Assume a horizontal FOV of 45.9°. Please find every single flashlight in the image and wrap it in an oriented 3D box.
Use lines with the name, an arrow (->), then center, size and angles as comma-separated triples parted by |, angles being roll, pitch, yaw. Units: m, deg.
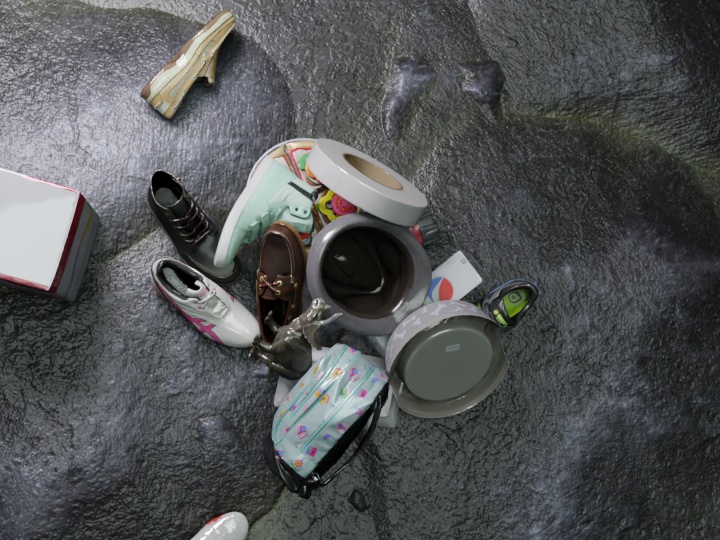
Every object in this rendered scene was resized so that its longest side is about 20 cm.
flashlight -> 0.025, -0.042, 1.369 | 0.199, 0.068, 0.068 | -21, 59, -11

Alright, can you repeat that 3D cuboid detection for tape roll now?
tape roll -> 0.010, -0.136, 1.301 | 0.202, 0.203, 0.037 | 30, 108, -4

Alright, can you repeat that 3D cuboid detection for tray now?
tray -> -0.029, 0.181, 1.333 | 0.199, 0.022, 0.108 | 11, 94, -8

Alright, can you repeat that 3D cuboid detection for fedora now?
fedora -> 0.000, 0.000, 1.289 | 0.199, 0.090, 0.178 | 24, 90, -25

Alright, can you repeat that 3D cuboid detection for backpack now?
backpack -> -0.048, 0.208, 1.238 | 0.126, 0.167, 0.200 | 38, 102, -5

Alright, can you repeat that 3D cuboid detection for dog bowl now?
dog bowl -> 0.128, 0.131, 1.296 | 0.199, 0.059, 0.201 | -10, 126, -14

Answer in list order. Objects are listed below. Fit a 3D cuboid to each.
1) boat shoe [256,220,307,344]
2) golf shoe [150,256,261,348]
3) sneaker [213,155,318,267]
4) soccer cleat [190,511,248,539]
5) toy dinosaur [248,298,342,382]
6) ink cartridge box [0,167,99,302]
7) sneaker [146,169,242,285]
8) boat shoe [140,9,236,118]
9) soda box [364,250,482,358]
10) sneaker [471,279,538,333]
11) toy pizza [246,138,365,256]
boat shoe -> -0.121, 0.026, 1.271 | 0.070, 0.201, 0.070 | 13, 36, 21
golf shoe -> -0.237, 0.053, 1.294 | 0.199, 0.092, 0.073 | 34, 76, -5
sneaker -> -0.137, -0.071, 1.294 | 0.118, 0.074, 0.201 | 29, 64, -5
soccer cleat -> -0.244, 0.430, 1.235 | 0.200, 0.085, 0.069 | -36, 88, -13
toy dinosaur -> -0.108, 0.125, 1.252 | 0.102, 0.201, 0.077 | 25, 37, 3
ink cartridge box -> -0.473, -0.047, 1.214 | 0.144, 0.200, 0.146 | 15, 81, -7
sneaker -> -0.258, -0.061, 1.299 | 0.075, 0.106, 0.200 | -43, 90, -13
boat shoe -> -0.261, -0.329, 1.369 | 0.076, 0.072, 0.200 | 43, 84, -16
soda box -> 0.097, 0.055, 1.363 | 0.200, 0.068, 0.064 | -38, 89, -13
sneaker -> 0.204, 0.076, 1.370 | 0.199, 0.083, 0.071 | -35, 89, -10
toy pizza -> -0.086, -0.120, 1.377 | 0.199, 0.032, 0.202 | 2, 81, -10
